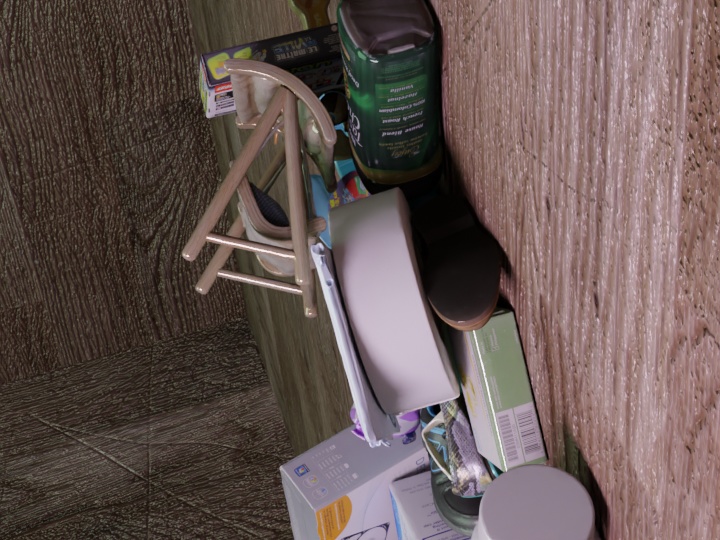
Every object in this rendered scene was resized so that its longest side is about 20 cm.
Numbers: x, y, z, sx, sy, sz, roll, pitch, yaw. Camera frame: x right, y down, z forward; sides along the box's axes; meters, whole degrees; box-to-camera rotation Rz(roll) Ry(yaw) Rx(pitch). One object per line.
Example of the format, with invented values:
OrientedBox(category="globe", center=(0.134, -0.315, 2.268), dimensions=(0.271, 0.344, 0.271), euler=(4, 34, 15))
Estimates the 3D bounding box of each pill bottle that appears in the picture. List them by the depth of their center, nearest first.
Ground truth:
OrientedBox(category="pill bottle", center=(0.148, 0.260, 1.473), dimensions=(0.201, 0.113, 0.114), euler=(85, 167, -48))

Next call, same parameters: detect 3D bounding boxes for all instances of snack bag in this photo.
OrientedBox(category="snack bag", center=(-0.005, 0.071, 1.590), dimensions=(0.200, 0.021, 0.190), euler=(12, -118, -83))

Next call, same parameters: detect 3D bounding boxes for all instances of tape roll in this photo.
OrientedBox(category="tape roll", center=(0.032, 0.029, 1.609), dimensions=(0.202, 0.070, 0.204), euler=(-17, -90, -84))

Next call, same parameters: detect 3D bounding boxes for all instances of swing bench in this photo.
OrientedBox(category="swing bench", center=(-0.085, -0.077, 1.687), dimensions=(0.199, 0.128, 0.202), euler=(90, -167, -80))

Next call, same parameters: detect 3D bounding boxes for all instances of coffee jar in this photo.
OrientedBox(category="coffee jar", center=(0.029, -0.161, 1.617), dimensions=(0.201, 0.084, 0.105), euler=(84, 168, -48))

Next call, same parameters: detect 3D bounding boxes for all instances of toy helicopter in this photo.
OrientedBox(category="toy helicopter", center=(-0.044, -0.215, 1.844), dimensions=(0.079, 0.131, 0.202), euler=(150, 105, -82))

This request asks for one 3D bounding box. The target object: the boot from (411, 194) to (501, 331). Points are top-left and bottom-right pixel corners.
OrientedBox(category="boot", center=(0.094, 0.008, 1.571), dimensions=(0.201, 0.073, 0.076), euler=(-101, -7, -61))

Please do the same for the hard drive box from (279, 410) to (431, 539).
OrientedBox(category="hard drive box", center=(0.018, 0.244, 1.972), dimensions=(0.077, 0.199, 0.157), euler=(46, 156, 37))

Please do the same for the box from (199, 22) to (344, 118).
OrientedBox(category="box", center=(-0.062, -0.207, 1.748), dimensions=(0.110, 0.198, 0.035), euler=(117, 138, -76))

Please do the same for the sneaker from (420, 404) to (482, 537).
OrientedBox(category="sneaker", center=(0.100, 0.193, 1.811), dimensions=(0.201, 0.073, 0.082), euler=(-114, 11, -48))

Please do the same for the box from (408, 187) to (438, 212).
OrientedBox(category="box", center=(0.041, -0.101, 1.766), dimensions=(0.082, 0.049, 0.202), euler=(154, 102, -82))

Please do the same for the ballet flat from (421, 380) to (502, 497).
OrientedBox(category="ballet flat", center=(0.087, 0.138, 1.758), dimensions=(0.072, 0.071, 0.202), euler=(93, 162, -65))

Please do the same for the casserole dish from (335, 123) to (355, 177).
OrientedBox(category="casserole dish", center=(-0.004, -0.138, 1.985), dimensions=(0.200, 0.038, 0.122), euler=(-118, 12, -61))

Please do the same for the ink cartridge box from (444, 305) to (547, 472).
OrientedBox(category="ink cartridge box", center=(0.115, 0.100, 1.646), dimensions=(0.200, 0.047, 0.147), euler=(-156, 51, -76))

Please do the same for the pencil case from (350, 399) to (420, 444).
OrientedBox(category="pencil case", center=(0.031, 0.082, 1.865), dimensions=(0.084, 0.085, 0.202), euler=(24, 117, 43))

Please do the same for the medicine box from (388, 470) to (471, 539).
OrientedBox(category="medicine box", center=(0.115, 0.342, 1.878), dimensions=(0.200, 0.102, 0.184), euler=(-118, 15, -58))

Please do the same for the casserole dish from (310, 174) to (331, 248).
OrientedBox(category="casserole dish", center=(-0.009, -0.043, 1.991), dimensions=(0.200, 0.039, 0.121), euler=(40, -166, -45))

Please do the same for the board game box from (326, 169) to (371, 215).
OrientedBox(category="board game box", center=(0.000, 0.000, 1.762), dimensions=(0.158, 0.039, 0.202), euler=(6, 107, 58))
